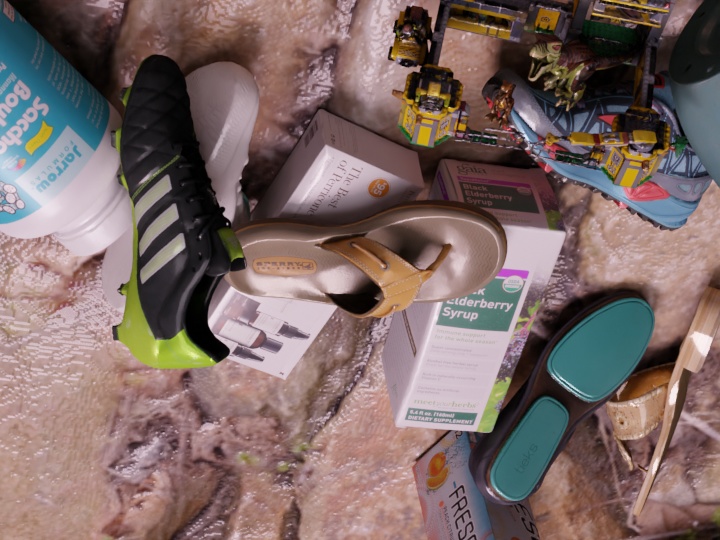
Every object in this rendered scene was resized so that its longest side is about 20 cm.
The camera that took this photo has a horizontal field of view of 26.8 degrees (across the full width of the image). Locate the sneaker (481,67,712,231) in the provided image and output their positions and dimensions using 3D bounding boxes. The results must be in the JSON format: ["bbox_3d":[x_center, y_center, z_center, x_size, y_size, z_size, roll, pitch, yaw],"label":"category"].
[{"bbox_3d":[0.172,-0.107,1.042,0.200,0.079,0.096,22,113,-34],"label":"sneaker"}]

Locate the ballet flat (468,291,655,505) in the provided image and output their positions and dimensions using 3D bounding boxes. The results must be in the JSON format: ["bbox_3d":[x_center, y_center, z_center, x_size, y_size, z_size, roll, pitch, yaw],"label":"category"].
[{"bbox_3d":[0.152,0.096,1.184,0.200,0.073,0.073,-51,125,-11],"label":"ballet flat"}]

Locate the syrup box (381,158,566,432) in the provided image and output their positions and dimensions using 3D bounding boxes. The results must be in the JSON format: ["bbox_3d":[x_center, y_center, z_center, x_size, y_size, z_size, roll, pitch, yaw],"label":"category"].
[{"bbox_3d":[0.079,0.021,1.115,0.079,0.081,0.200,5,129,-14],"label":"syrup box"}]

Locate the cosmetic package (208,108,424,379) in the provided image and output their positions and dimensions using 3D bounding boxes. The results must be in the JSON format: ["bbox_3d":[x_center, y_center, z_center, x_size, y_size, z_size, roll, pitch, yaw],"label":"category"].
[{"bbox_3d":[-0.042,-0.014,1.089,0.083,0.051,0.200,21,123,-24],"label":"cosmetic package"}]

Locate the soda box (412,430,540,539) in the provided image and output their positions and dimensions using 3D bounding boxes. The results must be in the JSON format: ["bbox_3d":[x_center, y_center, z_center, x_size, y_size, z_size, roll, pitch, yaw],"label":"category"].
[{"bbox_3d":[0.099,0.217,1.198,0.064,0.200,0.068,32,117,-29],"label":"soda box"}]

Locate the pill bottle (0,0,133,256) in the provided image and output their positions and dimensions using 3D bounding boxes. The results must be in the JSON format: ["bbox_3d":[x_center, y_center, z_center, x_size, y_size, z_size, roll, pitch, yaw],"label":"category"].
[{"bbox_3d":[-0.226,-0.096,0.956,0.111,0.111,0.200,-33,126,17],"label":"pill bottle"}]

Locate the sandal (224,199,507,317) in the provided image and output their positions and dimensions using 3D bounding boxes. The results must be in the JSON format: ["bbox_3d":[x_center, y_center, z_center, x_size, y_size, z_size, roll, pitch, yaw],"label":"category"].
[{"bbox_3d":[0.000,0.000,1.024,0.200,0.054,0.080,-2,127,7],"label":"sandal"}]

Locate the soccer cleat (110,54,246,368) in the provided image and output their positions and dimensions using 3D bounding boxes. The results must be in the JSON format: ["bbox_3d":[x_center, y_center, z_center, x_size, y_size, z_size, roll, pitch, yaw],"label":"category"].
[{"bbox_3d":[-0.112,-0.036,0.957,0.081,0.068,0.200,5,99,21],"label":"soccer cleat"}]

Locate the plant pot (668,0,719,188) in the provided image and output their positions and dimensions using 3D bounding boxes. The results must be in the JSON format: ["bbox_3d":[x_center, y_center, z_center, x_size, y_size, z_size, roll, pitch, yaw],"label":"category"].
[{"bbox_3d":[0.297,-0.117,0.971,0.161,0.201,0.201,38,116,-17],"label":"plant pot"}]

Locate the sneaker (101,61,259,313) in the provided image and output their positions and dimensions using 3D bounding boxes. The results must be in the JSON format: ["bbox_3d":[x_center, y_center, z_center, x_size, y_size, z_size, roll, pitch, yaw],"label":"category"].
[{"bbox_3d":[-0.106,-0.055,1.045,0.088,0.075,0.200,5,127,-39],"label":"sneaker"}]

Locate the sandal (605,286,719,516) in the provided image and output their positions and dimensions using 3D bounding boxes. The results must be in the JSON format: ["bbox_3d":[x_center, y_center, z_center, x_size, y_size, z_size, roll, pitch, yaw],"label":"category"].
[{"bbox_3d":[0.231,0.096,1.223,0.070,0.078,0.212,23,120,13],"label":"sandal"}]

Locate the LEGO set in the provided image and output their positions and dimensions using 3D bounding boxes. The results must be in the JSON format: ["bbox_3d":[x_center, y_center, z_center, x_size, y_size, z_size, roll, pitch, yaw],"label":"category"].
[{"bbox_3d":[0.117,-0.144,0.926,0.200,0.154,0.116,18,154,4],"label":"LEGO set"}]
